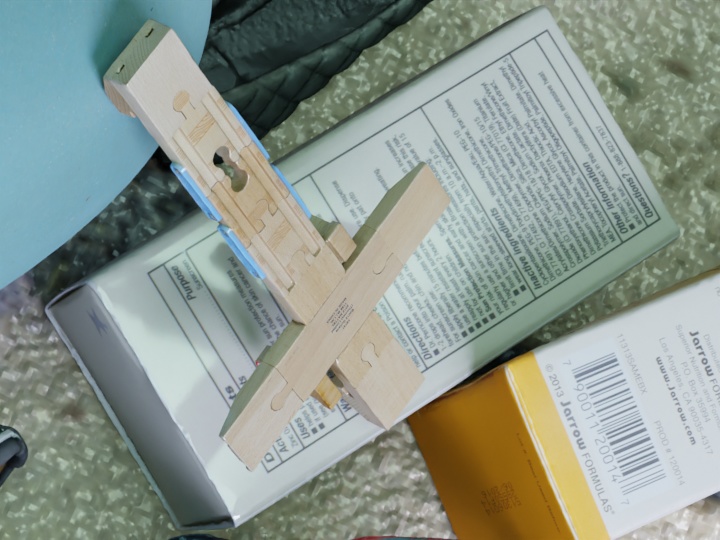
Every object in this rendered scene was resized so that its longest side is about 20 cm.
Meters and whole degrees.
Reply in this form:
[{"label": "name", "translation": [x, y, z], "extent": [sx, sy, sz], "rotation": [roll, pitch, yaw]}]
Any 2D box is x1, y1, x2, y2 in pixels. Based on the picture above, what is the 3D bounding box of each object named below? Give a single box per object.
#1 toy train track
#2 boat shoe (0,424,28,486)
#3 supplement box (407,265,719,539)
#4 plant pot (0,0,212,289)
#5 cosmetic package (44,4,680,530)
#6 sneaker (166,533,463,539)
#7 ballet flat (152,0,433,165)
[{"label": "toy train track", "translation": [-0.034, -0.013, 0.936], "extent": [0.115, 0.032, 0.200], "rotation": [-53, 141, -15]}, {"label": "boat shoe", "translation": [-0.184, 0.127, 0.993], "extent": [0.068, 0.072, 0.200], "rotation": [30, 73, -5]}, {"label": "supplement box", "translation": [0.132, 0.038, 1.068], "extent": [0.200, 0.126, 0.074], "rotation": [-22, 86, -18]}, {"label": "plant pot", "translation": [-0.144, -0.085, 0.927], "extent": [0.161, 0.200, 0.201], "rotation": [-30, 90, -46]}, {"label": "cosmetic package", "translation": [0.000, 0.000, 1.057], "extent": [0.200, 0.087, 0.104], "rotation": [-31, 93, -19]}, {"label": "sneaker", "translation": [-0.037, 0.117, 1.020], "extent": [0.199, 0.096, 0.080], "rotation": [-7, 116, -8]}, {"label": "ballet flat", "translation": [-0.008, -0.110, 1.088], "extent": [0.066, 0.057, 0.200], "rotation": [45, 73, -6]}]
